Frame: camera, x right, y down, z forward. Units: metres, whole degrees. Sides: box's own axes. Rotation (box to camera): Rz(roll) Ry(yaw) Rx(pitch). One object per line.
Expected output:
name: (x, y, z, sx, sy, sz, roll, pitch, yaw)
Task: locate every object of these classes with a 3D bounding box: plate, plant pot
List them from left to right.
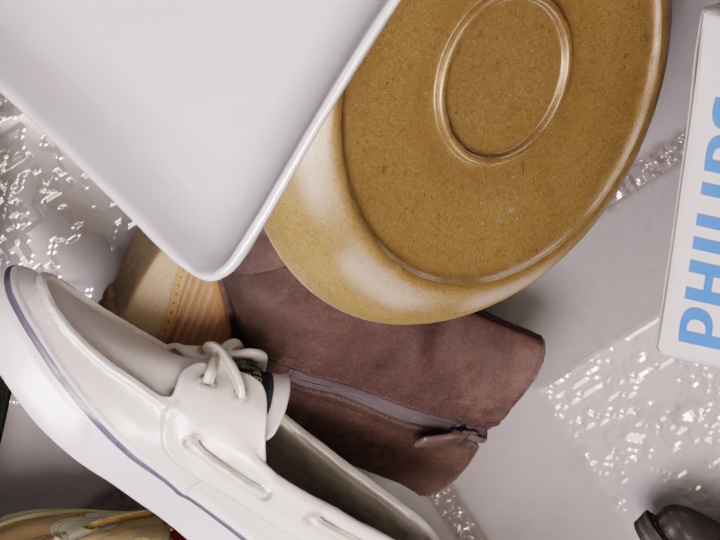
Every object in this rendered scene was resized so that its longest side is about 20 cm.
plate: (-0.050, -0.128, 0.850, 0.200, 0.199, 0.032, -56, 150, 12)
plant pot: (0.045, -0.071, 0.914, 0.199, 0.027, 0.201, -19, 121, -35)

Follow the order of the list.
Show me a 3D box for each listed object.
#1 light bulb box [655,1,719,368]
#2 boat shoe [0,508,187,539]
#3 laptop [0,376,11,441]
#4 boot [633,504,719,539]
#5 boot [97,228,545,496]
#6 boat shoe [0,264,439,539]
light bulb box: (0.230, -0.026, 0.915, 0.199, 0.198, 0.126, 12, 104, 20)
boat shoe: (-0.087, 0.122, 0.981, 0.199, 0.066, 0.074, -11, 90, -40)
laptop: (-0.254, 0.111, 0.994, 0.186, 0.116, 0.201, 18, 64, -18)
boot: (0.232, 0.090, 1.066, 0.199, 0.069, 0.175, 25, 107, -18)
boot: (0.000, 0.000, 0.980, 0.166, 0.073, 0.200, 17, 129, -23)
boat shoe: (-0.053, 0.058, 0.937, 0.066, 0.072, 0.200, -42, 105, 16)
